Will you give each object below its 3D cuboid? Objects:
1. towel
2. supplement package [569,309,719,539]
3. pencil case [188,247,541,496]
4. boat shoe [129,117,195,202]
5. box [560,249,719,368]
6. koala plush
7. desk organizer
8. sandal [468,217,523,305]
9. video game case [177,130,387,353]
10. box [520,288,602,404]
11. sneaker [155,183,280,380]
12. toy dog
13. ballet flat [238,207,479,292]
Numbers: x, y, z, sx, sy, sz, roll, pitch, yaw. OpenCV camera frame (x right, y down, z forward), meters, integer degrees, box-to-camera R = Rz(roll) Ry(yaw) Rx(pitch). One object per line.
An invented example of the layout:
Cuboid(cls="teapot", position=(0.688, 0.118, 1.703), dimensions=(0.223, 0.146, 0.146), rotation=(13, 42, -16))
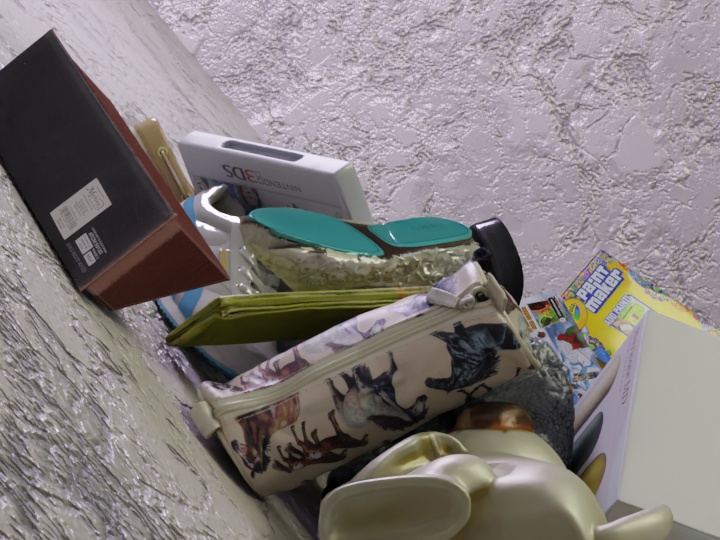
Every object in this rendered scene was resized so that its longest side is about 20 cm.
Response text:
Cuboid(cls="towel", position=(-0.017, 0.033, 1.384), dimensions=(0.086, 0.200, 0.018), rotation=(-37, -120, 55))
Cuboid(cls="supplement package", position=(0.198, 0.159, 1.378), dimensions=(0.150, 0.200, 0.152), rotation=(21, 50, -7))
Cuboid(cls="pencil case", position=(0.002, 0.062, 1.276), dimensions=(0.089, 0.200, 0.078), rotation=(63, 2, -51))
Cuboid(cls="boat shoe", position=(-0.120, -0.031, 1.640), dimensions=(0.200, 0.066, 0.074), rotation=(50, 2, -30))
Cuboid(cls="box", position=(0.216, 0.129, 1.824), dimensions=(0.193, 0.200, 0.122), rotation=(35, 44, 9))
Cuboid(cls="koala plush", position=(0.042, 0.124, 1.422), dimensions=(0.178, 0.184, 0.200), rotation=(62, -13, 14))
Cuboid(cls="desk organizer", position=(-0.162, -0.052, 1.339), dimensions=(0.200, 0.072, 0.077), rotation=(54, 3, 41))
Cuboid(cls="sandal", position=(0.097, 0.029, 1.554), dimensions=(0.200, 0.043, 0.076), rotation=(106, -36, -65))
Cuboid(cls="video game case", position=(-0.040, 0.001, 1.554), dimensions=(0.182, 0.024, 0.200), rotation=(14, -48, 48))
Cuboid(cls="box", position=(0.121, 0.108, 1.639), dimensions=(0.200, 0.137, 0.040), rotation=(-114, -167, -45))
Cuboid(cls="sneaker", position=(-0.090, 0.013, 1.474), dimensions=(0.077, 0.081, 0.200), rotation=(49, 5, -43))
Cuboid(cls="toy dog", position=(0.069, 0.139, 1.213), dimensions=(0.140, 0.194, 0.200), rotation=(62, 6, -6))
Cuboid(cls="ballet flat", position=(0.000, 0.000, 1.420), dimensions=(0.200, 0.072, 0.072), rotation=(2, 40, -43))
